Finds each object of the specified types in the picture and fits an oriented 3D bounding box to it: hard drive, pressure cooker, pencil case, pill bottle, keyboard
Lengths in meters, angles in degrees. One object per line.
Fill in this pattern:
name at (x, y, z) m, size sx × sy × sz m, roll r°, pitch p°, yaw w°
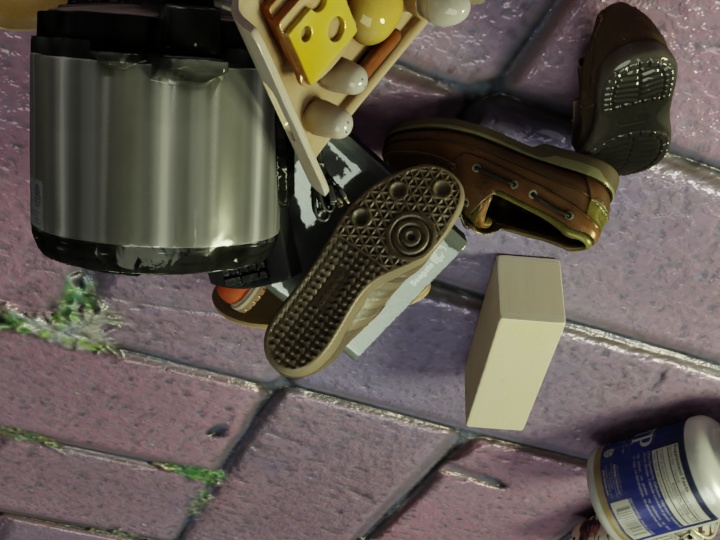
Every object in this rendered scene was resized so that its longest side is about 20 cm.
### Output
hard drive at (-0.032, -0.039, 0.860) m, size 0.200 × 0.033 × 0.140 m, roll 40°, pitch 106°, yaw -14°
pressure cooker at (-0.134, -0.108, 0.718) m, size 0.174 × 0.178 × 0.202 m, roll 8°, pitch 102°, yaw 23°
pencil case at (0.363, 0.336, 1.380) m, size 0.078 × 0.089 × 0.200 m, roll 50°, pitch 132°, yaw -3°
pill bottle at (0.372, 0.234, 1.223) m, size 0.199 × 0.121 × 0.119 m, roll -25°, pitch 134°, yaw 32°
keyboard at (-0.081, -0.090, 0.806) m, size 0.126 × 0.202 × 0.021 m, roll -13°, pitch -175°, yaw 17°

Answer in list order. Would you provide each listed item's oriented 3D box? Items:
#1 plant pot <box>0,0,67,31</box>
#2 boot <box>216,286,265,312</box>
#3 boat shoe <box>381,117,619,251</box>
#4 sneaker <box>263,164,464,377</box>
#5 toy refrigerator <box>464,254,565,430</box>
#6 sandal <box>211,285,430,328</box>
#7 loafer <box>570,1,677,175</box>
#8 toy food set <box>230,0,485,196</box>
plant pot at (-0.252, -0.248, 0.718) m, size 0.198 × 0.028 × 0.201 m, roll 2°, pitch 143°, yaw 1°
boot at (-0.112, -0.047, 0.939) m, size 0.106 × 0.075 × 0.201 m, roll 14°, pitch 133°, yaw -10°
boat shoe at (0.099, -0.067, 0.844) m, size 0.198 × 0.069 × 0.072 m, roll 14°, pitch 159°, yaw 27°
sneaker at (0.000, 0.000, 0.828) m, size 0.070 × 0.200 × 0.076 m, roll 44°, pitch 175°, yaw 9°
toy refrigerator at (0.153, 0.077, 1.072) m, size 0.069 × 0.076 × 0.201 m, roll 4°, pitch 142°, yaw -2°
sandal at (-0.034, 0.038, 1.033) m, size 0.209 × 0.078 × 0.070 m, roll -8°, pitch 138°, yaw 6°
loafer at (0.198, -0.132, 0.808) m, size 0.072 × 0.072 × 0.200 m, roll -7°, pitch 158°, yaw 0°
toy food set at (0.009, -0.166, 0.689) m, size 0.060 × 0.201 × 0.144 m, roll 23°, pitch 155°, yaw 33°
